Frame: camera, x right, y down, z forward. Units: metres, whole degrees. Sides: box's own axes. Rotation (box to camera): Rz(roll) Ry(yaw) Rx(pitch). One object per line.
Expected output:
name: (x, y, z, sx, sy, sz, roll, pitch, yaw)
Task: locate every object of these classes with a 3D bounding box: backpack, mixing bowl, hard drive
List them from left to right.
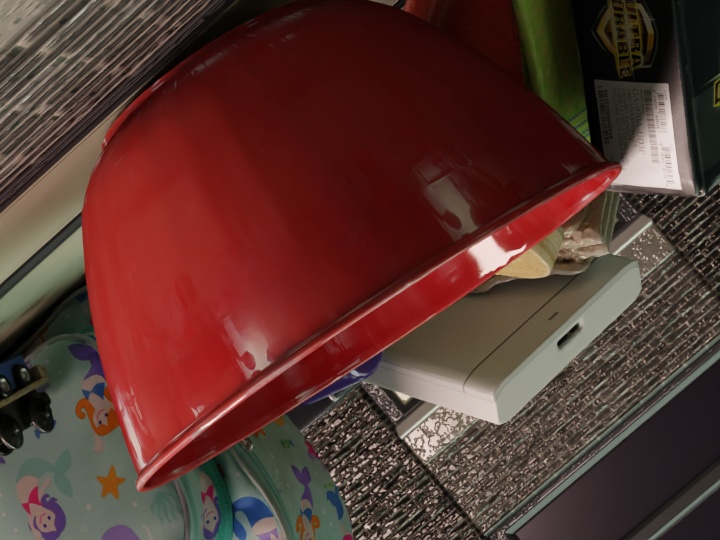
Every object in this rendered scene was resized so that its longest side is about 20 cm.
backpack: (-0.109, 0.120, 0.922, 0.177, 0.200, 0.150, -40, 175, 19)
mixing bowl: (-0.020, -0.023, 0.663, 0.199, 0.109, 0.200, -32, 174, -4)
hard drive: (0.031, 0.014, 1.030, 0.199, 0.027, 0.132, 15, -139, 39)

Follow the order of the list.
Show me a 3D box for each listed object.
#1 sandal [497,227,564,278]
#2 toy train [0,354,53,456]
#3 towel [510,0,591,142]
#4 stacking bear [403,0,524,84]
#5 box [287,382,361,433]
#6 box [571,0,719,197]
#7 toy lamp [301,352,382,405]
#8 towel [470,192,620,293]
sandal: (-0.003, -0.003, 0.904, 0.211, 0.078, 0.070, 6, -114, 44)
toy train: (-0.178, 0.068, 0.761, 0.034, 0.046, 0.200, -29, 180, 21)
towel: (0.111, -0.138, 0.743, 0.023, 0.144, 0.200, 10, -142, 39)
stacking bear: (0.075, -0.079, 0.910, 0.121, 0.115, 0.200, -2, 163, 1)
box: (-0.002, 0.002, 1.206, 0.200, 0.107, 0.148, -40, 178, -27)
box: (0.144, -0.137, 0.722, 0.046, 0.160, 0.200, 6, -154, 37)
toy lamp: (-0.073, 0.045, 1.003, 0.199, 0.059, 0.058, -6, -158, 40)
towel: (0.045, -0.035, 1.048, 0.199, 0.035, 0.133, -3, -149, 18)
